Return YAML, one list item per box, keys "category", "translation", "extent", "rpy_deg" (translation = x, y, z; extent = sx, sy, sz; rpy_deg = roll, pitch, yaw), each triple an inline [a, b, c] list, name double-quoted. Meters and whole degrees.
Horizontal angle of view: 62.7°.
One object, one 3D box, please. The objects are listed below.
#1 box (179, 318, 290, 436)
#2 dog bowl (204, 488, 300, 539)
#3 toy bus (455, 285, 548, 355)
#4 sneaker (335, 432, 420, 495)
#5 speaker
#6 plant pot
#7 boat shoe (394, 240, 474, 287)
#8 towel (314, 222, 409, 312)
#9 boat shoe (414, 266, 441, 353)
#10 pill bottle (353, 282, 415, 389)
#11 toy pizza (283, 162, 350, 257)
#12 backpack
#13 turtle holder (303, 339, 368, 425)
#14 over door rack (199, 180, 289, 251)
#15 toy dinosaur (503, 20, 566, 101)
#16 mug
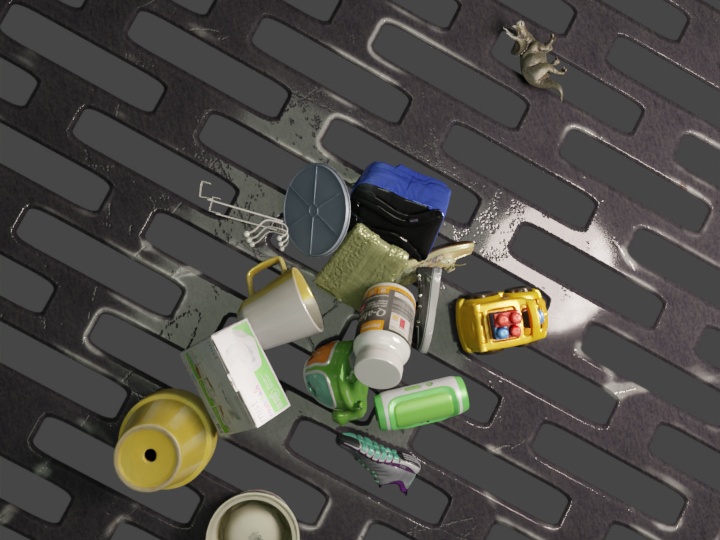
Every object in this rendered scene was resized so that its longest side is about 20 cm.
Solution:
- category: "box"
  translation: [-0.262, 0.223, 1.212]
  extent: [0.096, 0.176, 0.202]
  rpy_deg: [-26, 89, -42]
- category: "dog bowl"
  translation: [-0.227, 0.563, 1.264]
  extent: [0.198, 0.074, 0.203]
  rpy_deg: [0, 88, -4]
- category: "toy bus"
  translation: [0.320, 0.106, 1.255]
  extent: [0.198, 0.192, 0.137]
  rpy_deg: [-9, 87, -5]
- category: "sneaker"
  translation: [0.029, 0.425, 1.286]
  extent: [0.198, 0.074, 0.088]
  rpy_deg: [22, 92, -3]
- category: "speaker"
  translation: [0.132, 0.290, 1.290]
  extent: [0.198, 0.088, 0.090]
  rpy_deg: [-12, 89, -4]
- category: "plant pot"
  translation: [-0.405, 0.356, 1.202]
  extent: [0.198, 0.189, 0.203]
  rpy_deg: [0, 88, -4]
- category: "boat shoe"
  translation: [0.161, -0.015, 1.313]
  extent: [0.198, 0.073, 0.063]
  rpy_deg: [-18, 95, 7]
- category: "towel"
  translation: [0.000, 0.000, 1.266]
  extent: [0.148, 0.037, 0.200]
  rpy_deg: [31, 126, -8]
- category: "boat shoe"
  translation: [0.137, 0.084, 1.289]
  extent: [0.056, 0.069, 0.202]
  rpy_deg: [8, 109, 6]
- category: "pill bottle"
  translation: [0.048, 0.130, 1.195]
  extent: [0.115, 0.117, 0.201]
  rpy_deg: [16, 43, -3]
- category: "toy pizza"
  translation: [-0.091, -0.128, 1.267]
  extent: [0.199, 0.032, 0.203]
  rpy_deg: [3, 95, 41]
- category: "backpack"
  translation: [0.076, -0.137, 1.260]
  extent: [0.198, 0.169, 0.164]
  rpy_deg: [19, 131, 2]
- category: "turtle holder"
  translation: [-0.042, 0.234, 1.267]
  extent: [0.130, 0.186, 0.142]
  rpy_deg: [-4, 53, 20]
- category: "over door rack"
  translation: [-0.248, -0.101, 1.249]
  extent: [0.198, 0.148, 0.067]
  rpy_deg: [27, 81, -3]
- category: "toy dinosaur"
  translation: [0.404, -0.471, 1.348]
  extent: [0.101, 0.077, 0.202]
  rpy_deg: [-21, 94, 8]
- category: "mug"
  translation: [-0.179, 0.083, 1.270]
  extent: [0.152, 0.187, 0.150]
  rpy_deg: [-26, 122, 5]
